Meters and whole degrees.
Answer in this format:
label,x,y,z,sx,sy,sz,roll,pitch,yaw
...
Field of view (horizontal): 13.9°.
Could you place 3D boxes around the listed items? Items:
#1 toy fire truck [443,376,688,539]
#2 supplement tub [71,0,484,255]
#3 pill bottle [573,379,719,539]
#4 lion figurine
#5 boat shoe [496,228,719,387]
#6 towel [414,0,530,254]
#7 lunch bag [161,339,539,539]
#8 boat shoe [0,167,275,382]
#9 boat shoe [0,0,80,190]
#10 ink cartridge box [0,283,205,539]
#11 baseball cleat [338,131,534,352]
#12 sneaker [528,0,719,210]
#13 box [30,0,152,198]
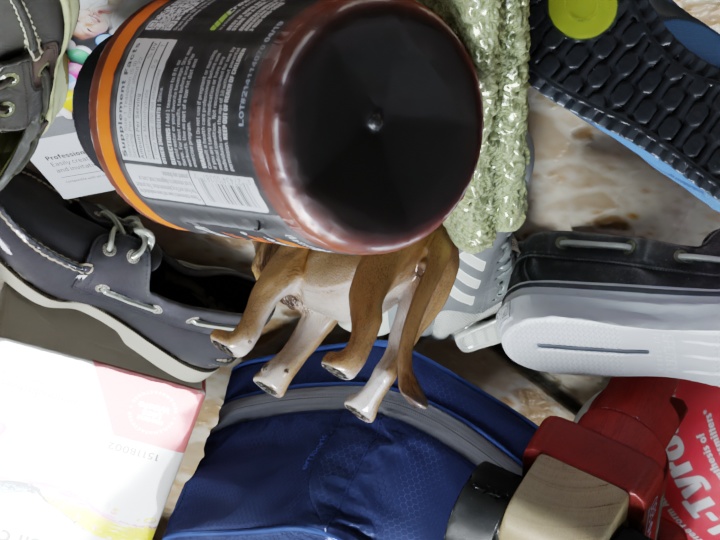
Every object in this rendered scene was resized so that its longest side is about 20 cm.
label,x,y,z,sx,sy,sz,roll,pitch,yaw
toy fire truck,0.113,0.100,1.439,0.129,0.200,0.176,24,147,18
supplement tub,-0.044,-0.065,1.235,0.107,0.107,0.200,32,168,-31
pill bottle,0.180,0.096,1.531,0.112,0.112,0.200,29,141,-28
lion figurine,0.000,0.000,1.359,0.072,0.123,0.200,43,164,-34
boat shoe,0.164,0.011,1.361,0.200,0.071,0.072,6,151,6
towel,0.019,-0.107,1.253,0.036,0.148,0.200,-30,149,-21
lunch bag,-0.002,0.113,1.560,0.136,0.132,0.200,36,155,-28
boat shoe,-0.122,-0.011,1.487,0.063,0.073,0.200,-30,135,27
boat shoe,-0.162,-0.087,1.273,0.072,0.066,0.201,13,160,2
ink cartridge box,-0.167,0.119,1.602,0.116,0.068,0.200,15,115,-11
baseball cleat,0.059,-0.019,1.442,0.106,0.070,0.200,13,156,-20
sneaker,0.125,-0.083,1.270,0.200,0.066,0.078,38,-175,10
box,-0.115,-0.115,1.349,0.156,0.041,0.200,-10,141,24
